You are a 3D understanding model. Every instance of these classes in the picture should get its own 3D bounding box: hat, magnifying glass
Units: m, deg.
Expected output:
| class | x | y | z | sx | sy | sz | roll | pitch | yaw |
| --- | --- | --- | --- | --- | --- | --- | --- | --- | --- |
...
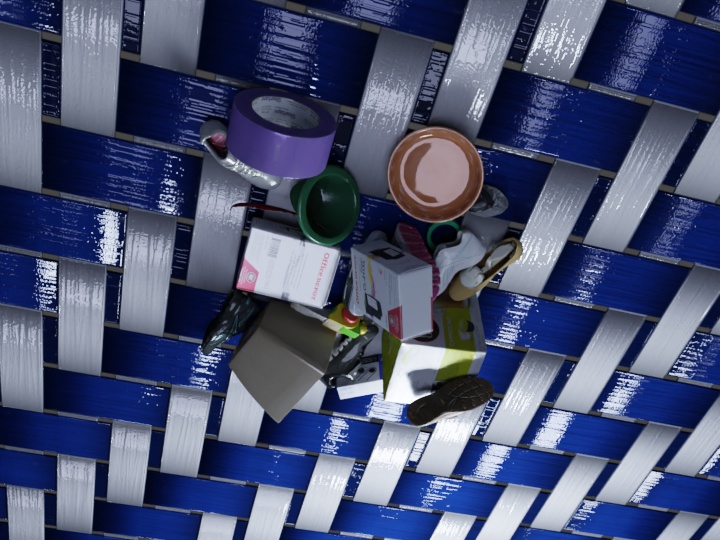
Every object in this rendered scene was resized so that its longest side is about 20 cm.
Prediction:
| class | x | y | z | sx | sy | sz | roll | pitch | yaw |
| --- | --- | --- | --- | --- | --- | --- | --- | --- | --- |
| hat | -0.126 | -0.154 | 1.490 | 0.199 | 0.175 | 0.167 | 28 | 82 | -46 |
| magnifying glass | 0.201 | -0.033 | 1.590 | 0.079 | 0.022 | 0.202 | -13 | 122 | 6 |

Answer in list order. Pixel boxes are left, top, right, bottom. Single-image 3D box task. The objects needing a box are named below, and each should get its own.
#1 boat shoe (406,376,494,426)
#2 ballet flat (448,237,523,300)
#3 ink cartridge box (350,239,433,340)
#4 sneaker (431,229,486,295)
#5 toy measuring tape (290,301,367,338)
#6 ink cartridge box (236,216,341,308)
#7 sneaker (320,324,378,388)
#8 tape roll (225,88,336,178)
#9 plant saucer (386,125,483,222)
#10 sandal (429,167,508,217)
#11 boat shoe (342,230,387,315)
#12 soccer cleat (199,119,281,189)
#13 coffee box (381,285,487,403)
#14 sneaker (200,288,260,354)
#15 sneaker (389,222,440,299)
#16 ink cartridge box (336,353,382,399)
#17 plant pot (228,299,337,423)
| class | x | y | z | sx | sy | sz | roll | pitch | yaw |
| --- | --- | --- | --- | --- | --- | --- | --- | --- | --- |
| boat shoe | 0.199 | 0.289 | 1.540 | 0.198 | 0.073 | 0.068 | -22 | 161 | 8 |
| ballet flat | 0.275 | -0.010 | 1.558 | 0.199 | 0.069 | 0.063 | -39 | 159 | 1 |
| ink cartridge box | 0.063 | 0.036 | 1.449 | 0.082 | 0.200 | 0.147 | -15 | 114 | -26 |
| sneaker | 0.181 | -0.013 | 1.544 | 0.200 | 0.070 | 0.080 | -42 | 117 | 3 |
| toy measuring tape | -0.068 | 0.094 | 1.625 | 0.199 | 0.074 | 0.074 | 27 | 120 | -20 |
| ink cartridge box | -0.156 | -0.017 | 1.513 | 0.198 | 0.085 | 0.147 | 15 | 107 | -11 |
| sneaker | -0.024 | 0.214 | 1.691 | 0.199 | 0.066 | 0.091 | -38 | 75 | 7 |
| tape roll | -0.149 | -0.261 | 1.313 | 0.198 | 0.201 | 0.086 | 13 | 123 | -10 |
| plant saucer | 0.154 | -0.199 | 1.439 | 0.198 | 0.038 | 0.202 | 4 | 112 | 9 |
| sandal | 0.225 | -0.160 | 1.485 | 0.199 | 0.048 | 0.076 | 21 | 121 | -14 |
| boat shoe | 0.000 | 0.000 | 1.571 | 0.072 | 0.071 | 0.202 | 6 | 106 | -47 |
| soccer cleat | -0.245 | -0.219 | 1.406 | 0.199 | 0.087 | 0.070 | 38 | 116 | -24 |
| coffee box | 0.159 | 0.170 | 1.606 | 0.195 | 0.201 | 0.201 | 7 | 131 | -6 |
| sneaker | -0.312 | 0.136 | 1.655 | 0.079 | 0.076 | 0.200 | 28 | 120 | -22 |
| sneaker | 0.110 | -0.004 | 1.515 | 0.073 | 0.201 | 0.088 | 0 | 144 | -30 |
| ink cartridge box | 0.040 | 0.256 | 1.736 | 0.198 | 0.094 | 0.045 | -11 | 125 | 5 |
| plant pot | -0.191 | 0.192 | 1.637 | 0.176 | 0.200 | 0.200 | 36 | 117 | -11 |
